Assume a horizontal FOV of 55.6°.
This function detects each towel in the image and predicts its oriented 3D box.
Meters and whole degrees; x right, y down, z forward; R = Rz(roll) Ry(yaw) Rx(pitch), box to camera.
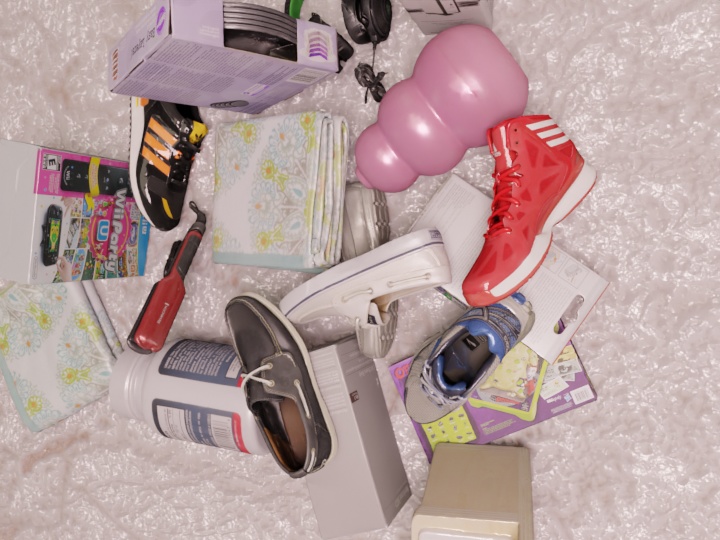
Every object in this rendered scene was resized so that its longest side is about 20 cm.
[{"bbox_3d":[-0.098,-0.087,0.783,0.199,0.048,0.173,4,90,40],"label":"towel"},{"bbox_3d":[-0.418,0.096,0.928,0.170,0.048,0.201,-29,83,18],"label":"towel"}]

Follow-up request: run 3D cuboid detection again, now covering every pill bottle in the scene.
[{"bbox_3d":[-0.190,0.144,0.817,0.198,0.119,0.121,6,94,18],"label":"pill bottle"}]

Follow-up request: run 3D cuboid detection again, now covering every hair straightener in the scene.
[{"bbox_3d":[-0.234,0.007,0.826,0.077,0.041,0.202,-23,49,53],"label":"hair straightener"}]

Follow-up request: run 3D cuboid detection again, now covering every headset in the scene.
[{"bbox_3d":[-0.021,-0.273,0.759,0.123,0.094,0.201,-30,71,17],"label":"headset"}]

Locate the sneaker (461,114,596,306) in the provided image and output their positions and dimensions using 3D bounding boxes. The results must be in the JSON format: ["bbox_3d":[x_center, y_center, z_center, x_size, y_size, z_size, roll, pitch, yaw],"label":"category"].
[{"bbox_3d":[0.135,-0.069,0.650,0.116,0.078,0.200,48,63,-18],"label":"sneaker"}]

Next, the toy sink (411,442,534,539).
[{"bbox_3d":[0.110,0.274,0.665,0.111,0.200,0.132,0,104,12],"label":"toy sink"}]

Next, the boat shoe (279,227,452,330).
[{"bbox_3d":[0.004,0.027,0.701,0.199,0.071,0.070,-25,78,23],"label":"boat shoe"}]

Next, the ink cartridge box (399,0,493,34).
[{"bbox_3d":[0.081,-0.333,0.667,0.083,0.200,0.148,3,93,18],"label":"ink cartridge box"}]

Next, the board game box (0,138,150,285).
[{"bbox_3d":[-0.334,-0.066,0.814,0.064,0.200,0.149,10,96,17],"label":"board game box"}]

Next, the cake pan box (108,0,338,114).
[{"bbox_3d":[-0.146,-0.219,0.716,0.199,0.183,0.053,-5,88,55],"label":"cake pan box"}]

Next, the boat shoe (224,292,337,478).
[{"bbox_3d":[-0.090,0.114,0.702,0.072,0.067,0.201,-31,79,25],"label":"boat shoe"}]

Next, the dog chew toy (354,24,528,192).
[{"bbox_3d":[0.076,-0.158,0.717,0.200,0.124,0.125,-39,80,18],"label":"dog chew toy"}]

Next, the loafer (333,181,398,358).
[{"bbox_3d":[0.000,0.000,0.779,0.069,0.070,0.202,-8,82,23],"label":"loafer"}]

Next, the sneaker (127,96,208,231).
[{"bbox_3d":[-0.231,-0.151,0.845,0.089,0.070,0.202,-4,89,21],"label":"sneaker"}]

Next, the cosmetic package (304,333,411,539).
[{"bbox_3d":[-0.017,0.182,0.768,0.090,0.107,0.202,-20,87,19],"label":"cosmetic package"}]

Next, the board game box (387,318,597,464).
[{"bbox_3d":[0.142,0.122,0.754,0.199,0.032,0.121,-26,87,17],"label":"board game box"}]

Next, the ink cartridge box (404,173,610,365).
[{"bbox_3d":[0.145,0.000,0.723,0.199,0.050,0.109,37,85,13],"label":"ink cartridge box"}]

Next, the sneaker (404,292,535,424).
[{"bbox_3d":[0.089,0.098,0.687,0.077,0.085,0.201,39,130,11],"label":"sneaker"}]
